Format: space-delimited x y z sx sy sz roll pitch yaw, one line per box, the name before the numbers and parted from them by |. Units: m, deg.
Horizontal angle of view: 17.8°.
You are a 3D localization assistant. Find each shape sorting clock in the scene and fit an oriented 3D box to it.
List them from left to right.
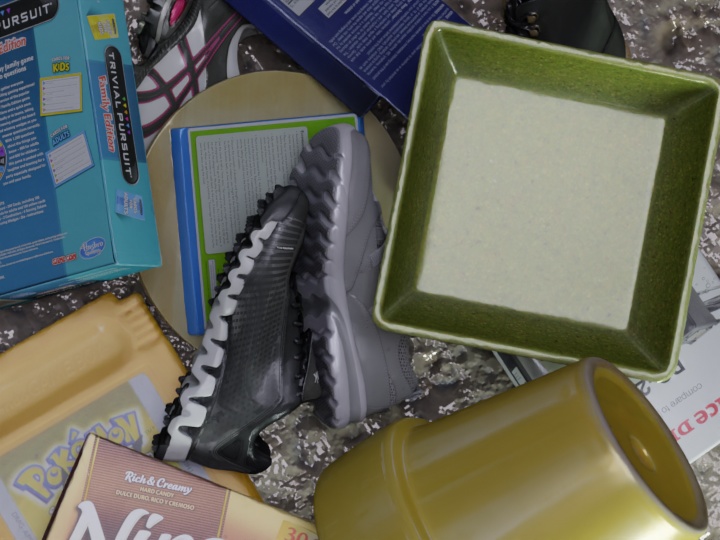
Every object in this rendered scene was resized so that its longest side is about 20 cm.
shape sorting clock | -0.058 -0.033 1.533 0.200 0.039 0.200 -1 94 -17

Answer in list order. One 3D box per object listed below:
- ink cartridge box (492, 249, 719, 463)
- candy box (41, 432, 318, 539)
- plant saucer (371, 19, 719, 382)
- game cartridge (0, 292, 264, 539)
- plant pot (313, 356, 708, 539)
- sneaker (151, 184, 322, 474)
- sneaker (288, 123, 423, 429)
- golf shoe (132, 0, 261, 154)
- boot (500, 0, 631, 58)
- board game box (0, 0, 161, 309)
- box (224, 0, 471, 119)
ink cartridge box | 0.174 0.043 1.548 0.145 0.083 0.200 -33 87 -12
candy box | -0.105 0.194 1.469 0.200 0.056 0.117 23 78 -5
plant saucer | 0.119 -0.043 1.476 0.200 0.048 0.200 11 88 -6
game cartridge | -0.176 0.134 1.511 0.176 0.032 0.200 -31 88 -12
plant pot | 0.104 0.158 1.429 0.189 0.201 0.201 -35 87 18
sneaker | -0.059 0.044 1.476 0.090 0.066 0.200 21 101 -6
sneaker | 0.000 0.000 1.505 0.082 0.075 0.200 -10 108 -26
golf shoe | -0.126 -0.112 1.536 0.088 0.077 0.200 26 80 -13
boot | 0.095 -0.124 1.529 0.077 0.138 0.200 30 68 30
board game box | -0.212 -0.085 1.487 0.151 0.047 0.200 -14 81 34
box | -0.016 -0.182 1.554 0.200 0.032 0.121 40 45 1
